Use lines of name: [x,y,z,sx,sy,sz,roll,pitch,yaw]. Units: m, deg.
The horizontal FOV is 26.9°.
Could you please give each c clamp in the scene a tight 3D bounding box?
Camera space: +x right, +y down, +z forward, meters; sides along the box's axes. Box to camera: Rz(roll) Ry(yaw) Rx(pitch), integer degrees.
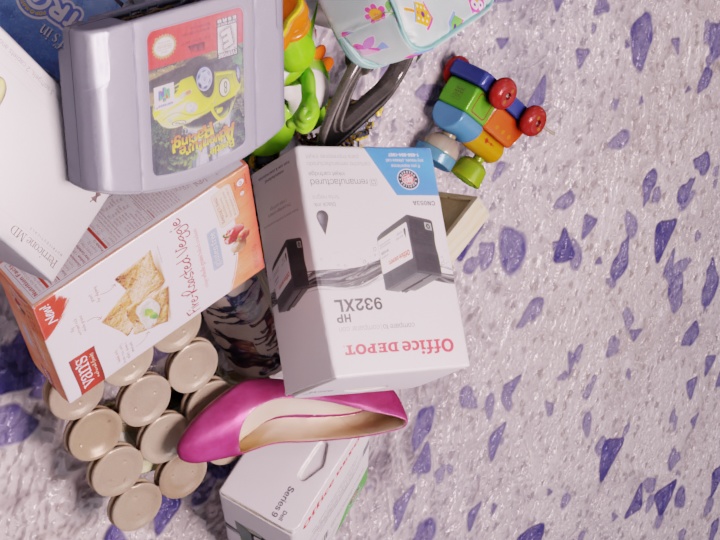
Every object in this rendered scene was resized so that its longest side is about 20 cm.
c clamp: [0.022,-0.195,1.336,0.200,0.027,0.171,-49,169,-42]

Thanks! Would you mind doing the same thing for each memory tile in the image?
memory tile: [-0.178,0.124,1.287,0.153,0.017,0.200,-36,134,-20]

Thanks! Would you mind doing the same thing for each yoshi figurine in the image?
yoshi figurine: [-0.080,-0.157,1.259,0.200,0.111,0.113,66,17,-65]

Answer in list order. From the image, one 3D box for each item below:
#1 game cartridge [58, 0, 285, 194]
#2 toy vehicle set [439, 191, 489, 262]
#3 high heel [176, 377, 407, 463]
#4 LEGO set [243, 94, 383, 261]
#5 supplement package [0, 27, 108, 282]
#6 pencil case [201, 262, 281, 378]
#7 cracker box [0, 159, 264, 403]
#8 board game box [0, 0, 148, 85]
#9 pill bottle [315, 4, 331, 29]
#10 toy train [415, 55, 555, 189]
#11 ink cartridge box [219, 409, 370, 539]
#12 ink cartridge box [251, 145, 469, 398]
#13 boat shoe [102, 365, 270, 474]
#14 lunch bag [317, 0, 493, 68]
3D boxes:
game cartridge: [-0.127,-0.130,1.081,0.200,0.041,0.134,-27,130,-44]
toy vehicle set: [0.024,-0.001,1.491,0.200,0.124,0.027,-51,127,-24]
high heel: [-0.058,0.139,1.317,0.199,0.096,0.068,-19,135,-34]
LEGO set: [-0.027,-0.079,1.403,0.200,0.116,0.154,-14,115,-47]
supplement package: [-0.288,-0.104,1.044,0.111,0.155,0.200,-59,141,-14]
pencil case: [-0.113,0.009,1.357,0.078,0.089,0.200,-54,139,-31]
cracker box: [-0.173,-0.003,1.170,0.200,0.058,0.134,-35,150,-20]
board game box: [-0.187,-0.225,1.121,0.200,0.043,0.199,34,75,-12]
pill bottle: [-0.056,-0.274,1.290,0.200,0.114,0.115,4,102,-51]
toy train: [0.141,-0.137,1.622,0.116,0.085,0.200,-58,142,0]
ink cartridge box: [-0.059,0.205,1.443,0.146,0.084,0.200,-57,166,-25]
ink cartridge box: [0.000,0.000,1.300,0.145,0.084,0.201,-2,77,-34]
boat shoe: [-0.155,0.123,1.373,0.200,0.073,0.063,-18,124,-38]
lunch bag: [0.020,-0.268,1.225,0.160,0.077,0.201,-40,108,-48]
